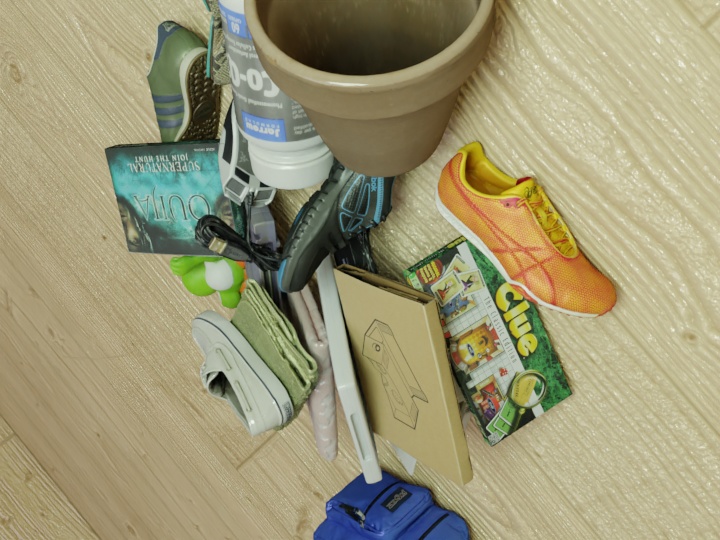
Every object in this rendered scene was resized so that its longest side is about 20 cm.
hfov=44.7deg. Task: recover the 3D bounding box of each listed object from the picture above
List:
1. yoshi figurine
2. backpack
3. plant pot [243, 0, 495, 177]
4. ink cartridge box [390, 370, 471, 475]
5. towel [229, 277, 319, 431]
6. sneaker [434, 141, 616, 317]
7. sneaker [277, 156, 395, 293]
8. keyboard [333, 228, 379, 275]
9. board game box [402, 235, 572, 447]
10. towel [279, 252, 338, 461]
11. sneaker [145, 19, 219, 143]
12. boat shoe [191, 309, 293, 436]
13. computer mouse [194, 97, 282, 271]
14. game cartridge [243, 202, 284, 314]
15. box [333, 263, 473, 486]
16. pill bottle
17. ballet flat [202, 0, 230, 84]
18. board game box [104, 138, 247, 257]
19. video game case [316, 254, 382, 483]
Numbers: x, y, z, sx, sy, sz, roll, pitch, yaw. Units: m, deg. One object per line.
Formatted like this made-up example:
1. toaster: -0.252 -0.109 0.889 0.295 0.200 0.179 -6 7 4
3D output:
1. yoshi figurine: -0.216 -0.034 1.180 0.112 0.111 0.203 36 148 47
2. backpack: 0.049 0.376 1.183 0.197 0.162 0.171 18 130 39
3. plant pot: 0.012 -0.175 0.737 0.199 0.201 0.176 35 159 22
4. ink cartridge box: 0.071 0.125 0.987 0.117 0.065 0.202 56 152 34
5. towel: -0.109 0.107 1.056 0.150 0.036 0.201 56 152 15
6. sneaker: 0.150 -0.034 0.785 0.199 0.073 0.078 40 134 11
7. sneaker: -0.013 -0.056 0.863 0.081 0.202 0.073 30 -169 -15
8. keyboard: 0.000 0.000 0.961 0.127 0.020 0.205 165 88 -72
9. board game box: 0.129 0.064 0.868 0.203 0.104 0.023 62 170 -16
10. towel: -0.068 0.105 1.106 0.192 0.032 0.203 -117 17 -48
11. sneaker: -0.219 -0.211 1.058 0.090 0.067 0.202 47 145 19
12. boat shoe: -0.158 0.123 1.044 0.200 0.065 0.073 44 148 33
13. computer mouse: -0.123 -0.106 0.956 0.043 0.108 0.205 -9 72 50
14. game cartridge: -0.123 -0.014 1.092 0.131 0.037 0.203 -111 15 -49
15. box: 0.041 0.103 0.895 0.162 0.021 0.204 20 129 54
16. pill bottle: -0.073 -0.190 0.859 0.112 0.113 0.203 26 138 31
17. ballet flat: -0.129 -0.269 0.895 0.073 0.069 0.201 2 148 -1
18. board game box: -0.221 -0.086 1.056 0.196 0.028 0.139 3 110 35
19. video game case: -0.014 0.109 1.009 0.202 0.023 0.184 -102 -1 -45
